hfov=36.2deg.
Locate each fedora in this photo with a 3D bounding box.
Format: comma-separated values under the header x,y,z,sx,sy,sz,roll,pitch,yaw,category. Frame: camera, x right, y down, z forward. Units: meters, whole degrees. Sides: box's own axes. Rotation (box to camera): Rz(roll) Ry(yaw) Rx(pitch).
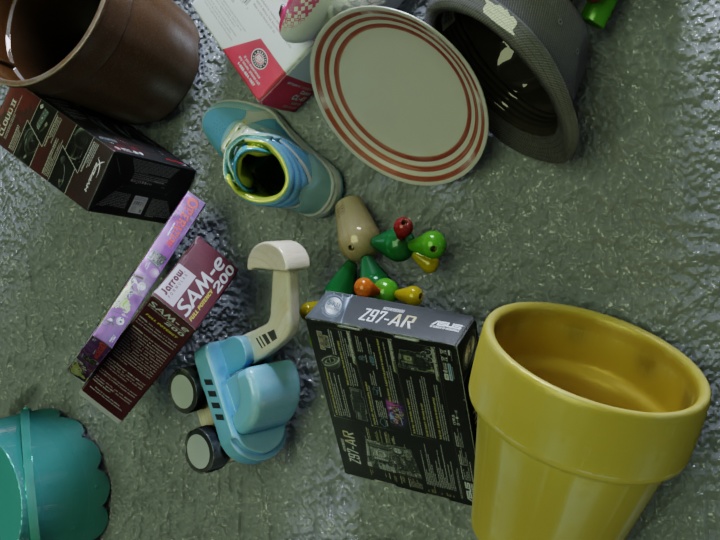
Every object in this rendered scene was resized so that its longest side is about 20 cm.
x,y,z,sx,sy,sz,roll,pitch,yaw,category
0.149,-0.204,1.013,0.090,0.200,0.176,-47,30,-11,fedora

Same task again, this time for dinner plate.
x,y,z,sx,sy,sz,roll,pitch,yaw,category
0.039,-0.171,1.078,0.198,0.024,0.202,24,140,21,dinner plate

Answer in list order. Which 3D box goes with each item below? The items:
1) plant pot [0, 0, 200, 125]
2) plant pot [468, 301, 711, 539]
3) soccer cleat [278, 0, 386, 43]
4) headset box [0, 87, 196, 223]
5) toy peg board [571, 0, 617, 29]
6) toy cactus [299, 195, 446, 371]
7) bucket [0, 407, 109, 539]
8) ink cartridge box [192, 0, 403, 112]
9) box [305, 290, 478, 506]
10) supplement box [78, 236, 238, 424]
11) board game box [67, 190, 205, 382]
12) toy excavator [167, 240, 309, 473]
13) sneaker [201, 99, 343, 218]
x,y,z,sx,sy,sz,roll,pitch,yaw,category
-0.290,-0.266,1.218,0.197,0.198,0.204,-7,75,27,plant pot
0.178,0.155,0.953,0.199,0.200,0.192,26,114,27,plant pot
0.003,-0.279,1.049,0.087,0.070,0.200,48,110,11,soccer cleat
-0.311,-0.138,1.259,0.199,0.148,0.078,35,102,27,headset box
0.156,-0.306,0.978,0.198,0.198,0.099,29,97,27,toy peg board
0.000,0.000,1.110,0.200,0.101,0.167,-50,46,40,toy cactus
-0.411,0.268,1.295,0.204,0.134,0.211,-1,88,28,bucket
-0.060,-0.291,1.165,0.199,0.085,0.149,-40,71,19,ink cartridge box
0.042,0.123,1.041,0.158,0.044,0.202,8,128,30,box
-0.217,0.066,1.177,0.061,0.109,0.200,37,131,-6,supplement box
-0.240,0.017,1.181,0.032,0.202,0.120,32,147,-7,board game box
-0.104,0.090,1.133,0.199,0.099,0.197,-28,75,38,toy excavator
-0.120,-0.130,1.162,0.199,0.130,0.080,34,104,27,sneaker
